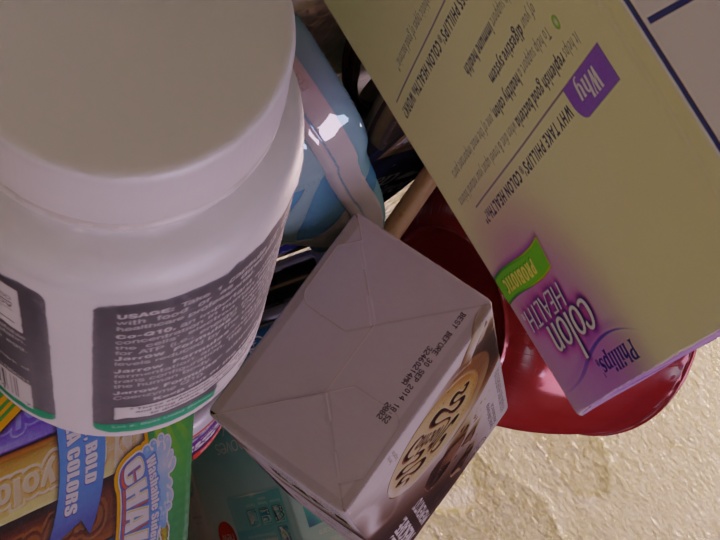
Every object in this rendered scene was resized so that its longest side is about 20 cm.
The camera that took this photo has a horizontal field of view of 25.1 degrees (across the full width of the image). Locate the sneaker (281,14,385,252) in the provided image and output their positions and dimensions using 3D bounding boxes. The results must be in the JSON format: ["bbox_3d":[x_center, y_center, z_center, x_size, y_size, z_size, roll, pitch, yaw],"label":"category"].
[{"bbox_3d":[-0.062,-0.033,0.716,0.130,0.080,0.200,-32,163,-4],"label":"sneaker"}]

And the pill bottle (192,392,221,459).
[{"bbox_3d":[-0.125,0.057,0.905,0.111,0.112,0.200,-29,172,-12],"label":"pill bottle"}]

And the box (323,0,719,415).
[{"bbox_3d":[0.072,-0.079,0.465,0.096,0.201,0.176,-28,171,-14],"label":"box"}]

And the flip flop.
[{"bbox_3d":[0.022,-0.099,0.719,0.081,0.058,0.200,-35,-173,0],"label":"flip flop"}]

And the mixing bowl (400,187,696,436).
[{"bbox_3d":[0.084,0.011,0.930,0.108,0.201,0.200,-15,164,-39],"label":"mixing bowl"}]

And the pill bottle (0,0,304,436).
[{"bbox_3d":[-0.077,-0.028,0.513,0.113,0.113,0.200,-28,165,-19],"label":"pill bottle"}]

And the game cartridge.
[{"bbox_3d":[-0.050,0.014,1.060,0.199,0.041,0.133,-19,174,25],"label":"game cartridge"}]

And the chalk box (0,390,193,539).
[{"bbox_3d":[-0.150,0.070,0.684,0.124,0.125,0.200,14,-162,31],"label":"chalk box"}]

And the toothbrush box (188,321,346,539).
[{"bbox_3d":[-0.056,0.139,1.054,0.085,0.201,0.146,-17,179,-38],"label":"toothbrush box"}]

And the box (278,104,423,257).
[{"bbox_3d":[0.005,-0.064,0.932,0.200,0.033,0.121,-38,169,38],"label":"box"}]

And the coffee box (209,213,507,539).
[{"bbox_3d":[0.007,0.067,0.787,0.113,0.080,0.200,-53,164,-11],"label":"coffee box"}]

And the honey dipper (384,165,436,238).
[{"bbox_3d":[0.000,0.000,0.865,0.201,0.038,0.038,-57,175,-7],"label":"honey dipper"}]
